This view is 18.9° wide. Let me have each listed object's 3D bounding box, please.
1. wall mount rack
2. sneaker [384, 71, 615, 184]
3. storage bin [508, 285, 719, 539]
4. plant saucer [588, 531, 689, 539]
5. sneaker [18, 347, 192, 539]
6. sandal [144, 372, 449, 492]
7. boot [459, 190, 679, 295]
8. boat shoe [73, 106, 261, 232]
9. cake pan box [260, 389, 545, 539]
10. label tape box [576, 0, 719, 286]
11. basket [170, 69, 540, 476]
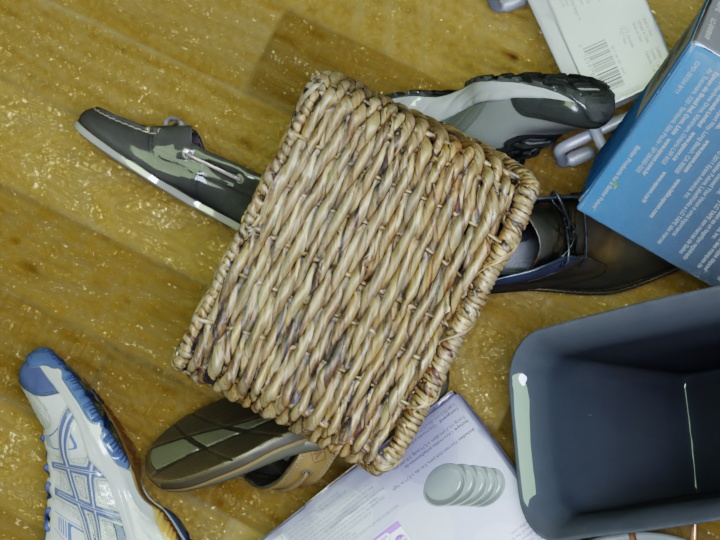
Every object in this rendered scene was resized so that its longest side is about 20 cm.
[{"bbox_3d":[0.180,-0.156,1.364,0.174,0.075,0.200,-24,78,7],"label":"wall mount rack"},{"bbox_3d":[0.079,-0.079,1.328,0.200,0.074,0.080,-9,85,48],"label":"sneaker"},{"bbox_3d":[0.205,0.095,1.247,0.200,0.134,0.146,-18,73,50],"label":"storage bin"},{"bbox_3d":[0.168,0.254,1.264,0.200,0.050,0.201,1,87,-15],"label":"plant saucer"},{"bbox_3d":[-0.174,0.145,1.357,0.088,0.075,0.200,-32,77,2],"label":"sneaker"},{"bbox_3d":[-0.036,0.105,1.353,0.200,0.080,0.054,-18,114,-3],"label":"sandal"},{"bbox_3d":[0.135,-0.016,1.324,0.200,0.097,0.075,-10,94,8],"label":"boot"},{"bbox_3d":[-0.087,-0.060,1.384,0.200,0.067,0.057,32,92,6],"label":"boat shoe"},{"bbox_3d":[0.038,0.206,1.329,0.200,0.052,0.184,-39,76,0],"label":"cake pan box"},{"bbox_3d":[0.248,-0.049,1.251,0.200,0.144,0.063,30,43,-2],"label":"label tape box"},{"bbox_3d":[0.000,0.000,1.278,0.149,0.143,0.200,26,95,1],"label":"basket"}]
